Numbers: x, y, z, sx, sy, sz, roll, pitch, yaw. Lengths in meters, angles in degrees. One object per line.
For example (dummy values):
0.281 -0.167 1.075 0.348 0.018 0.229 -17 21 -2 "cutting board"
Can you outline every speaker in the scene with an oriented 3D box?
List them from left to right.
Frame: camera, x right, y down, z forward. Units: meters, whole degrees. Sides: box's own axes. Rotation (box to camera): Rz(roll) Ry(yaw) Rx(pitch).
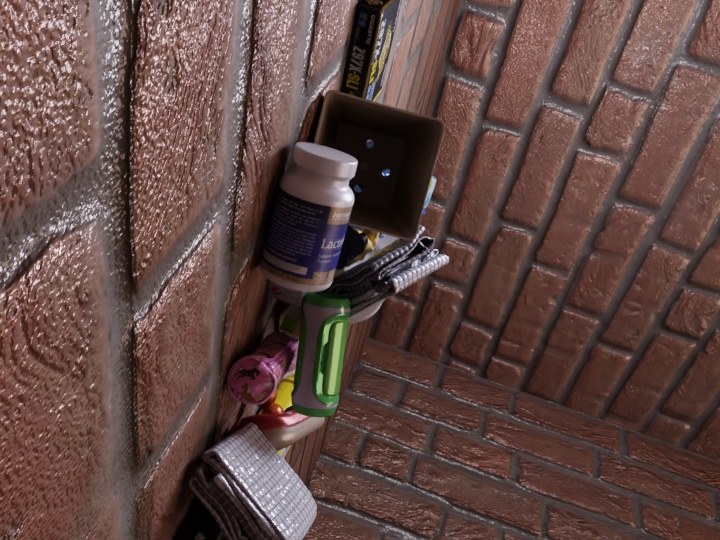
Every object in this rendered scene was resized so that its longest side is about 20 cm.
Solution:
-0.068 0.141 1.186 0.088 0.088 0.201 -23 121 -82 "speaker"

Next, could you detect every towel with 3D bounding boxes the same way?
-0.171 0.358 1.107 0.086 0.200 0.166 -42 175 12 "towel"
0.033 0.007 1.244 0.165 0.086 0.200 -28 179 -39 "towel"

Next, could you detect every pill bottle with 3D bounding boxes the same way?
-0.074 -0.080 1.035 0.116 0.115 0.201 -55 162 -70 "pill bottle"

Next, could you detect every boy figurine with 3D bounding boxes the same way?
-0.014 -0.047 1.251 0.124 0.065 0.200 -38 180 9 "boy figurine"

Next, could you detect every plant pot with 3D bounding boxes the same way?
0.011 -0.179 1.204 0.177 0.199 0.201 -117 -139 -80 "plant pot"

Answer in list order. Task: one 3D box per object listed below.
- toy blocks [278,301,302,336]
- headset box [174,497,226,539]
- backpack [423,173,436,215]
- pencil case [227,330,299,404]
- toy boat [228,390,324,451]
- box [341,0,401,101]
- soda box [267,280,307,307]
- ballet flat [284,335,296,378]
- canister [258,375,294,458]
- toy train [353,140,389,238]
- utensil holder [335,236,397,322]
-0.105 0.056 1.357 0.137 0.100 0.201 122 -9 -63 "toy blocks"
-0.264 0.498 1.156 0.201 0.092 0.175 102 9 -45 "headset box"
0.053 -0.175 1.496 0.183 0.199 0.148 -21 129 -83 "backpack"
-0.156 0.160 1.174 0.200 0.082 0.087 -42 141 -77 "pencil case"
-0.165 0.265 1.293 0.130 0.131 0.200 -30 171 26 "toy boat"
0.019 -0.394 1.254 0.160 0.049 0.201 -61 168 -53 "box"
-0.096 -0.032 1.229 0.200 0.063 0.068 -66 172 -46 "soda box"
-0.146 0.176 1.404 0.200 0.063 0.069 -56 163 -68 "ballet flat"
-0.179 0.334 1.480 0.200 0.086 0.149 -59 166 -58 "canister"
0.017 -0.155 1.362 0.087 0.114 0.201 7 67 -81 "toy train"
0.000 0.000 1.486 0.171 0.169 0.200 -68 -173 -28 "utensil holder"
